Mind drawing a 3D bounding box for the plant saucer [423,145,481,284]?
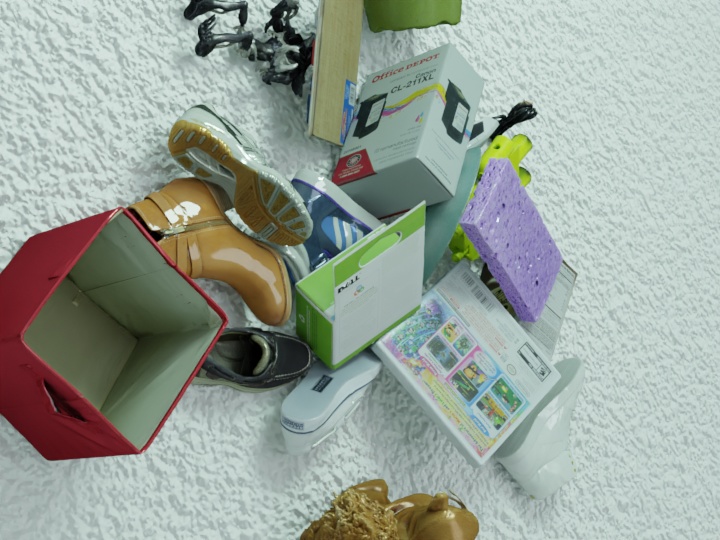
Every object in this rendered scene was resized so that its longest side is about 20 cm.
[{"bbox_3d":[0.094,-0.073,1.727,0.039,0.201,0.202,23,62,-6],"label":"plant saucer"}]

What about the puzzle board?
[{"bbox_3d":[-0.032,-0.258,1.681,0.151,0.017,0.201,5,90,-73],"label":"puzzle board"}]

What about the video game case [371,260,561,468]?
[{"bbox_3d":[0.135,0.115,1.696,0.200,0.024,0.182,49,58,-2],"label":"video game case"}]

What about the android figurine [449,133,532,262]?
[{"bbox_3d":[0.174,-0.093,1.838,0.200,0.041,0.183,-49,150,-35],"label":"android figurine"}]

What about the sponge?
[{"bbox_3d":[0.196,-0.037,1.724,0.200,0.030,0.112,55,50,-39],"label":"sponge"}]

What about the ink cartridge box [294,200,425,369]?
[{"bbox_3d":[0.000,0.000,1.582,0.147,0.076,0.201,-34,149,-25],"label":"ink cartridge box"}]

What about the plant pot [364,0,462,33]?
[{"bbox_3d":[0.062,-0.411,1.771,0.199,0.199,0.191,-16,105,-44],"label":"plant pot"}]

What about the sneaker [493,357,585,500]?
[{"bbox_3d":[0.271,0.226,1.900,0.200,0.073,0.116,-50,117,-27],"label":"sneaker"}]

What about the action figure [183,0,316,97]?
[{"bbox_3d":[-0.107,-0.281,1.625,0.199,0.102,0.120,11,63,-40],"label":"action figure"}]

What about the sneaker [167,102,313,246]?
[{"bbox_3d":[-0.124,-0.115,1.535,0.200,0.076,0.088,44,29,-18],"label":"sneaker"}]

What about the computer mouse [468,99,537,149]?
[{"bbox_3d":[0.154,-0.178,1.858,0.199,0.109,0.044,-26,92,-34],"label":"computer mouse"}]

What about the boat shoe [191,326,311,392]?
[{"bbox_3d":[-0.126,0.100,1.551,0.199,0.065,0.072,8,75,-43],"label":"boat shoe"}]

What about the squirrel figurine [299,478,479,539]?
[{"bbox_3d":[0.036,0.316,1.575,0.199,0.186,0.143,3,80,-42],"label":"squirrel figurine"}]

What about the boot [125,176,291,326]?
[{"bbox_3d":[-0.170,-0.010,1.517,0.155,0.076,0.201,-25,93,-49],"label":"boot"}]

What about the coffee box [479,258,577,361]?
[{"bbox_3d":[0.207,0.072,1.837,0.080,0.113,0.201,39,57,-28],"label":"coffee box"}]

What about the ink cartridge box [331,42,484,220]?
[{"bbox_3d":[0.060,-0.173,1.709,0.083,0.145,0.201,43,47,-33],"label":"ink cartridge box"}]

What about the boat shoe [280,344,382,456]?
[{"bbox_3d":[-0.037,0.152,1.632,0.200,0.073,0.066,-36,139,-48],"label":"boat shoe"}]

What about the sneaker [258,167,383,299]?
[{"bbox_3d":[-0.049,-0.018,1.654,0.200,0.080,0.147,40,73,-45],"label":"sneaker"}]

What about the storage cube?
[{"bbox_3d":[-0.276,0.068,1.340,0.171,0.179,0.200,48,54,-25],"label":"storage cube"}]
